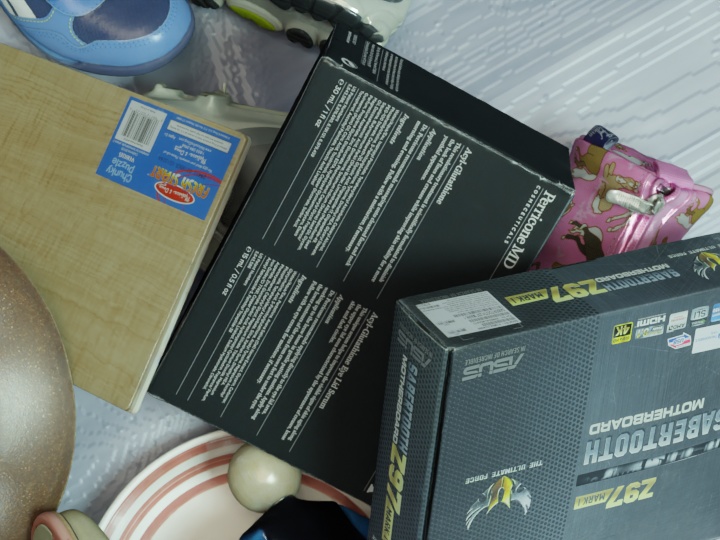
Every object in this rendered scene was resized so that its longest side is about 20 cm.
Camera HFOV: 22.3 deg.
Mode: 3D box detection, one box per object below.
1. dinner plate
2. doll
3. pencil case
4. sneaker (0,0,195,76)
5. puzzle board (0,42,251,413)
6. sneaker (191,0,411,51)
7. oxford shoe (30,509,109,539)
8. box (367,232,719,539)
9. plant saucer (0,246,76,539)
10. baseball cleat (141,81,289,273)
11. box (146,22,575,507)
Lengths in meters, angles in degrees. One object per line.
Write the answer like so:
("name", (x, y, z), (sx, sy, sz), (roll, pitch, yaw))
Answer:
("dinner plate", (-0.053, 0.184, 0.977), (0.198, 0.024, 0.202), (1, 76, -3))
("doll", (-0.020, 0.177, 0.930), (0.136, 0.048, 0.201), (-8, 67, -37))
("pencil case", (0.108, 0.029, 0.961), (0.082, 0.086, 0.201), (28, 90, 32))
("sneaker", (-0.175, -0.179, 0.981), (0.199, 0.082, 0.074), (36, 68, 10))
("puzzle board", (-0.158, -0.028, 0.971), (0.199, 0.017, 0.152), (22, 86, 34))
("sneaker", (-0.063, -0.186, 1.007), (0.199, 0.078, 0.080), (24, 67, -1))
("oxford shoe", (-0.094, 0.199, 0.933), (0.074, 0.071, 0.201), (-32, 85, -34))
("box", (0.102, 0.075, 0.877), (0.199, 0.051, 0.159), (-10, 123, -28))
("plant saucer", (-0.240, 0.069, 0.957), (0.199, 0.037, 0.202), (4, 99, 27))
("baseball cleat", (-0.032, -0.040, 0.994), (0.198, 0.070, 0.107), (13, 101, 6))
("box", (0.000, 0.000, 0.930), (0.140, 0.079, 0.201), (28, 110, -4))
